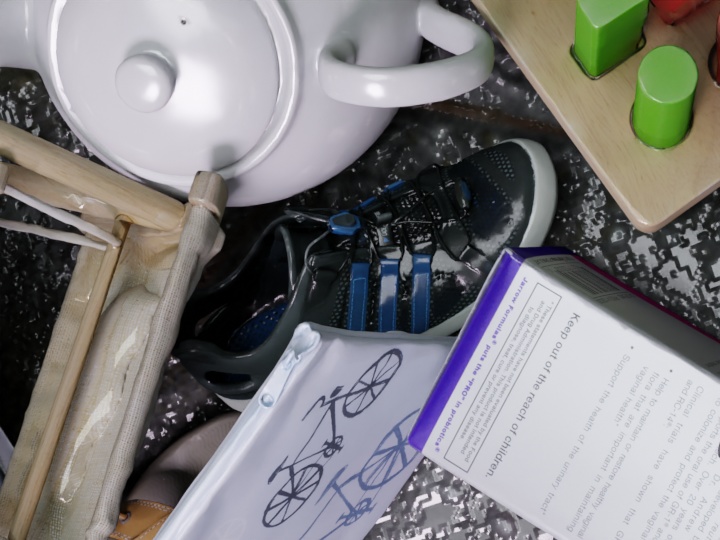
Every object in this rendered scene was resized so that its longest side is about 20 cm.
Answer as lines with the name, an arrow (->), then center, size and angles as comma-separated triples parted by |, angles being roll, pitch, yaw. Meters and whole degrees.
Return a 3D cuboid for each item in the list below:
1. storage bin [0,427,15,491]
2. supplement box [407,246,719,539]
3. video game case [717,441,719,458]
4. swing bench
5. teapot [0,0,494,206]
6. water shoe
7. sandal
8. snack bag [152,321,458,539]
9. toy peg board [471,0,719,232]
storage bin -> -0.266, 0.083, 1.325 | 0.134, 0.146, 0.201 | -30, 81, -23
supplement box -> 0.138, 0.081, 1.217 | 0.199, 0.101, 0.104 | 30, 100, 17
video game case -> 0.274, 0.035, 1.149 | 0.180, 0.026, 0.201 | 27, 66, 14
swing bench -> -0.181, 0.036, 1.218 | 0.199, 0.130, 0.200 | 19, 74, -3
teapot -> -0.067, -0.107, 1.241 | 0.197, 0.146, 0.200 | 46, 118, -5
water shoe -> 0.000, 0.000, 1.268 | 0.200, 0.079, 0.072 | -35, 51, 17
sandal -> -0.113, 0.141, 1.332 | 0.199, 0.055, 0.082 | -31, 80, 17
snack bag -> -0.033, 0.099, 1.226 | 0.021, 0.200, 0.189 | 42, 106, 22
toy peg board -> 0.146, -0.159, 1.184 | 0.199, 0.098, 0.200 | -35, 79, -2
